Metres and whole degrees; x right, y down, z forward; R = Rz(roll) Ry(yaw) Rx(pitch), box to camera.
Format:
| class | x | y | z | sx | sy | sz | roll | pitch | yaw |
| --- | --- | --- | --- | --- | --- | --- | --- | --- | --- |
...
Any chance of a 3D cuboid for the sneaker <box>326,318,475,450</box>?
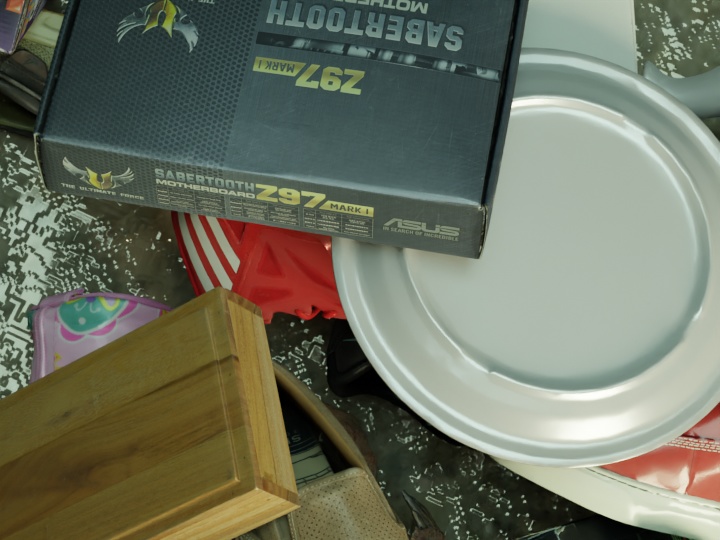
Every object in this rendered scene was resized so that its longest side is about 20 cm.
| class | x | y | z | sx | sy | sz | roll | pitch | yaw |
| --- | --- | --- | --- | --- | --- | --- | --- | --- | --- |
| sneaker | 0.076 | 0.061 | 1.149 | 0.199 | 0.076 | 0.079 | 20 | 53 | 7 |

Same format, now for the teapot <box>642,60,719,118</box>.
| class | x | y | z | sx | sy | sz | roll | pitch | yaw |
| --- | --- | --- | --- | --- | --- | --- | --- | --- | --- |
| teapot | 0.257 | -0.019 | 1.170 | 0.146 | 0.197 | 0.201 | -34 | 52 | 19 |

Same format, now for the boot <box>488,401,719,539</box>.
| class | x | y | z | sx | sy | sz | roll | pitch | yaw |
| --- | --- | --- | --- | --- | --- | --- | --- | --- | --- |
| boot | 0.164 | 0.050 | 1.063 | 0.199 | 0.072 | 0.145 | 15 | 99 | -3 |

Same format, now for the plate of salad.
| class | x | y | z | sx | sy | sz | roll | pitch | yaw |
| --- | --- | --- | --- | --- | --- | --- | --- | --- | --- |
| plate of salad | 0.084 | -0.006 | 1.041 | 0.199 | 0.048 | 0.201 | 3 | 69 | -8 |

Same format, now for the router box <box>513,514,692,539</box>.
| class | x | y | z | sx | sy | sz | roll | pitch | yaw |
| --- | --- | --- | --- | --- | --- | --- | --- | --- | --- |
| router box | 0.135 | 0.211 | 1.079 | 0.062 | 0.150 | 0.201 | -29 | 77 | 27 |

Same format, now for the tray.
| class | x | y | z | sx | sy | sz | roll | pitch | yaw |
| --- | --- | --- | --- | --- | --- | --- | --- | --- | --- |
| tray | -0.125 | 0.094 | 1.026 | 0.199 | 0.037 | 0.099 | -27 | 58 | 24 |

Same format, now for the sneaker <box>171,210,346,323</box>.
| class | x | y | z | sx | sy | sz | roll | pitch | yaw |
| --- | --- | --- | --- | --- | --- | --- | --- | --- | --- |
| sneaker | 0.000 | 0.000 | 1.106 | 0.200 | 0.115 | 0.079 | 36 | 44 | -14 |

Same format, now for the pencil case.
| class | x | y | z | sx | sy | sz | roll | pitch | yaw |
| --- | --- | --- | --- | --- | --- | --- | --- | --- | --- |
| pencil case | -0.132 | 0.111 | 1.100 | 0.087 | 0.087 | 0.201 | 9 | 72 | -6 |

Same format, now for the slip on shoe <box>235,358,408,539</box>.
| class | x | y | z | sx | sy | sz | roll | pitch | yaw |
| --- | --- | --- | --- | --- | --- | --- | --- | --- | --- |
| slip on shoe | -0.013 | 0.114 | 0.997 | 0.076 | 0.061 | 0.200 | -14 | 44 | -19 |

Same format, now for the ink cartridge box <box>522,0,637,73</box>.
| class | x | y | z | sx | sy | sz | roll | pitch | yaw |
| --- | --- | --- | --- | --- | --- | --- | --- | --- | --- |
| ink cartridge box | 0.025 | -0.129 | 1.162 | 0.199 | 0.147 | 0.146 | -1 | 74 | -8 |

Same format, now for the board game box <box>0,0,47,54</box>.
| class | x | y | z | sx | sy | sz | roll | pitch | yaw |
| --- | --- | --- | --- | --- | --- | --- | --- | --- | --- |
| board game box | -0.239 | -0.186 | 1.134 | 0.199 | 0.166 | 0.057 | 19 | 116 | -2 |

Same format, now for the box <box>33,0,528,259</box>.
| class | x | y | z | sx | sy | sz | roll | pitch | yaw |
| --- | --- | --- | --- | --- | --- | --- | --- | --- | --- |
| box | -0.030 | -0.097 | 1.020 | 0.199 | 0.051 | 0.158 | 9 | 62 | 5 |

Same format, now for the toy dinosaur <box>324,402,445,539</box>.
| class | x | y | z | sx | sy | sz | roll | pitch | yaw |
| --- | --- | --- | --- | --- | --- | --- | --- | --- | --- |
| toy dinosaur | -0.015 | 0.111 | 1.125 | 0.135 | 0.086 | 0.201 | -5 | 60 | -20 |

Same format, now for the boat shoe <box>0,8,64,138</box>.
| class | x | y | z | sx | sy | sz | roll | pitch | yaw |
| --- | --- | --- | --- | --- | --- | --- | --- | --- | --- |
| boat shoe | -0.223 | -0.108 | 1.156 | 0.199 | 0.073 | 0.065 | 10 | 68 | -6 |
